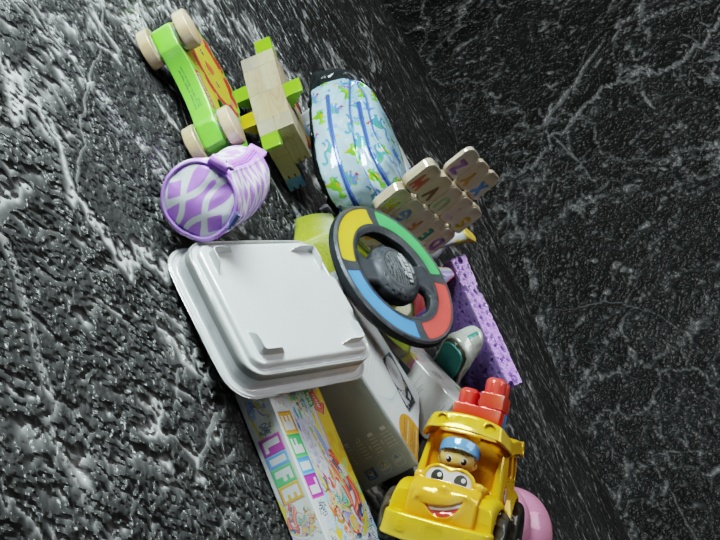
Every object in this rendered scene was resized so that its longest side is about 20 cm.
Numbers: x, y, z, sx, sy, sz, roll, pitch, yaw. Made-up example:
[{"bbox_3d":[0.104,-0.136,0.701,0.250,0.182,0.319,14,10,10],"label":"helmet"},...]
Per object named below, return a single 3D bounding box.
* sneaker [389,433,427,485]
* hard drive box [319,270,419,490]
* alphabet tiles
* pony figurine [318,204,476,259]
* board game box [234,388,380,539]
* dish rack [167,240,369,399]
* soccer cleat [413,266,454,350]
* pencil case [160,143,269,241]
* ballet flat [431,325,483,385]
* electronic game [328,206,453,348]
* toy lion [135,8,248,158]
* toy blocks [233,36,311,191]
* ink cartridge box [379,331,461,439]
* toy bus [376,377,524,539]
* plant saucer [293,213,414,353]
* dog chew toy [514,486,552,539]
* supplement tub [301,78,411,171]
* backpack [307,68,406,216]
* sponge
[{"bbox_3d":[0.088,0.264,1.254,0.105,0.059,0.200,57,12,-3],"label":"sneaker"},{"bbox_3d":[-0.011,0.125,1.128,0.202,0.076,0.156,57,15,-18],"label":"hard drive box"},{"bbox_3d":[0.095,-0.083,1.308,0.199,0.194,0.015,32,24,-58],"label":"alphabet tiles"},{"bbox_3d":[0.044,-0.045,1.451,0.192,0.199,0.168,39,25,-22],"label":"pony figurine"},{"bbox_3d":[-0.052,0.190,0.956,0.203,0.034,0.134,66,15,12],"label":"board game box"},{"bbox_3d":[-0.079,0.034,0.954,0.198,0.044,0.173,-2,54,-51],"label":"dish rack"},{"bbox_3d":[0.090,0.075,1.416,0.067,0.075,0.202,-113,-160,-45],"label":"soccer cleat"},{"bbox_3d":[-0.145,-0.087,0.999,0.083,0.087,0.200,25,11,-2],"label":"pencil case"},{"bbox_3d":[0.128,0.140,1.382,0.201,0.068,0.070,117,-43,-55],"label":"ballet flat"},{"bbox_3d":[0.040,0.006,1.181,0.198,0.042,0.202,33,35,-26],"label":"electronic game"},{"bbox_3d":[-0.188,-0.219,1.177,0.203,0.068,0.192,64,7,6],"label":"toy lion"},{"bbox_3d":[-0.111,-0.211,1.378,0.137,0.098,0.202,61,9,-55],"label":"toy blocks"},{"bbox_3d":[0.058,0.134,1.296,0.200,0.067,0.117,46,7,25],"label":"ink cartridge box"},{"bbox_3d":[0.112,0.206,1.015,0.200,0.133,0.196,31,72,-70],"label":"toy bus"},{"bbox_3d":[0.000,0.000,1.272,0.199,0.048,0.200,43,8,-12],"label":"plant saucer"},{"bbox_3d":[0.185,0.344,1.320,0.200,0.123,0.126,43,24,-48],"label":"dog chew toy"},{"bbox_3d":[-0.001,-0.203,1.631,0.202,0.130,0.132,61,15,-5],"label":"supplement tub"},{"bbox_3d":[-0.006,-0.158,1.326,0.164,0.151,0.202,64,27,-44],"label":"backpack"},{"bbox_3d":[0.156,0.090,1.402,0.029,0.112,0.203,-15,75,-29],"label":"sponge"}]
